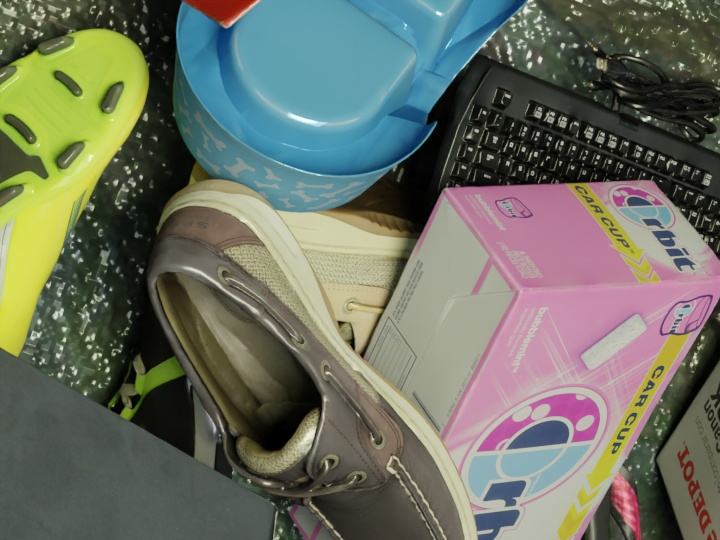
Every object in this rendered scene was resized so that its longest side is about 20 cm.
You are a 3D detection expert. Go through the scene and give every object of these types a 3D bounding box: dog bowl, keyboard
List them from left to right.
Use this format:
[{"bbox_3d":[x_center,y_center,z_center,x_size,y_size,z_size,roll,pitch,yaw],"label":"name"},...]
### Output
[{"bbox_3d":[-0.004,-0.103,1.140,0.111,0.050,0.200,35,55,2],"label":"dog bowl"},{"bbox_3d":[0.116,-0.045,1.215,0.199,0.040,0.105,17,86,-45],"label":"keyboard"}]

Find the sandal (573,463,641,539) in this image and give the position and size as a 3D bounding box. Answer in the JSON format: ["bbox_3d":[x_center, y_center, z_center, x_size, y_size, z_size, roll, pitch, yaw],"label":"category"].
[{"bbox_3d":[0.105,0.109,1.274,0.045,0.075,0.201,-1,101,-32],"label":"sandal"}]

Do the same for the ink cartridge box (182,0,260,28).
[{"bbox_3d":[-0.015,-0.182,1.097,0.200,0.174,0.044,-39,112,-7],"label":"ink cartridge box"}]

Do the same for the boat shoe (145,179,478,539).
[{"bbox_3d":[-0.024,0.060,1.107,0.072,0.065,0.201,-18,112,33],"label":"boat shoe"}]

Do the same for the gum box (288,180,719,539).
[{"bbox_3d":[0.058,0.059,1.191,0.113,0.066,0.201,-3,133,-36],"label":"gum box"}]

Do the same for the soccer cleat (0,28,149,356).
[{"bbox_3d":[-0.151,-0.011,1.157,0.201,0.065,0.084,-57,158,-3],"label":"soccer cleat"}]

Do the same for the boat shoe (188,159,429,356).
[{"bbox_3d":[0.000,0.000,1.193,0.199,0.072,0.065,12,108,-42],"label":"boat shoe"}]

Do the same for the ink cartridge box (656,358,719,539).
[{"bbox_3d":[0.223,0.070,1.227,0.083,0.145,0.201,13,125,-21],"label":"ink cartridge box"}]

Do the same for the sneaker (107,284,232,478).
[{"bbox_3d":[-0.098,0.092,1.192,0.082,0.072,0.201,0,98,-7],"label":"sneaker"}]

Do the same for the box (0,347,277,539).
[{"bbox_3d":[-0.171,0.141,1.096,0.199,0.124,0.197,32,128,-19],"label":"box"}]
